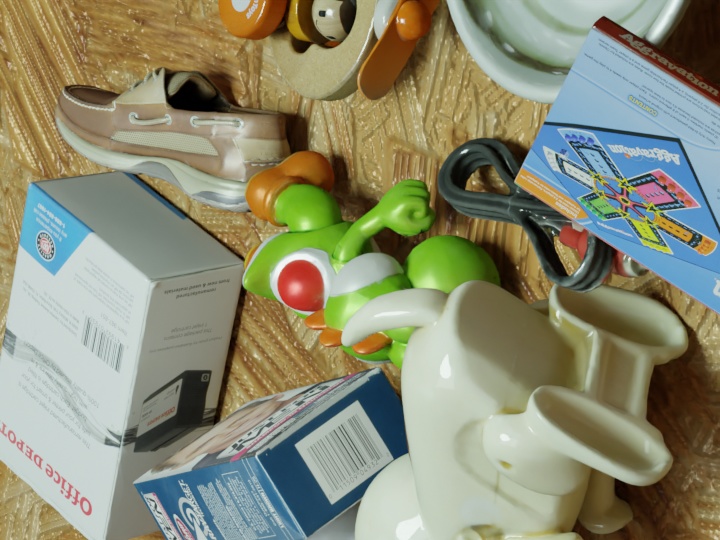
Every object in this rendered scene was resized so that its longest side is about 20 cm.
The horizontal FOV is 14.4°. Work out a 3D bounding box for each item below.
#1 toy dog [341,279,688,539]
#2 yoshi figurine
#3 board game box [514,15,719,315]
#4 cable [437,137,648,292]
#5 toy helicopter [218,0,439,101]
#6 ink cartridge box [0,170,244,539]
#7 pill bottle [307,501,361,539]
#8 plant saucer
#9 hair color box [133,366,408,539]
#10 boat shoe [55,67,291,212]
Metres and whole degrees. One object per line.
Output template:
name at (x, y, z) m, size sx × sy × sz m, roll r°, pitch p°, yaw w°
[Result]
toy dog at (0.065, 0.113, 1.543) m, size 0.140 × 0.193 × 0.200 m, roll -88°, pitch 18°, yaw -49°
yoshi figurine at (0.013, 0.001, 1.677) m, size 0.112 × 0.112 × 0.200 m, roll -54°, pitch 36°, yaw 1°
board game box at (0.182, -0.033, 1.438) m, size 0.200 × 0.019 × 0.103 m, roll 34°, pitch 122°, yaw 12°
cable at (0.107, -0.027, 1.559) m, size 0.200 × 0.050 × 0.097 m, roll 2°, pitch 60°, yaw 57°
toy helicopter at (0.010, -0.185, 1.639) m, size 0.132 × 0.079 × 0.200 m, roll 49°, pitch 120°, yaw 40°
ink cartridge box at (-0.164, 0.056, 1.888) m, size 0.145 × 0.083 × 0.201 m, roll 36°, pitch 124°, yaw 40°
pill bottle at (-0.014, 0.197, 1.717) m, size 0.200 × 0.111 × 0.112 m, roll -22°, pitch 81°, yaw 50°
plant saucer at (0.124, -0.186, 1.501) m, size 0.200 × 0.050 × 0.201 m, roll -5°, pitch 83°, yaw 49°
hair color box at (-0.051, 0.118, 1.713) m, size 0.061 × 0.100 × 0.200 m, roll 59°, pitch 154°, yaw -5°
boat shoe at (-0.114, -0.094, 1.812) m, size 0.199 × 0.076 × 0.072 m, roll 20°, pitch 110°, yaw 37°
